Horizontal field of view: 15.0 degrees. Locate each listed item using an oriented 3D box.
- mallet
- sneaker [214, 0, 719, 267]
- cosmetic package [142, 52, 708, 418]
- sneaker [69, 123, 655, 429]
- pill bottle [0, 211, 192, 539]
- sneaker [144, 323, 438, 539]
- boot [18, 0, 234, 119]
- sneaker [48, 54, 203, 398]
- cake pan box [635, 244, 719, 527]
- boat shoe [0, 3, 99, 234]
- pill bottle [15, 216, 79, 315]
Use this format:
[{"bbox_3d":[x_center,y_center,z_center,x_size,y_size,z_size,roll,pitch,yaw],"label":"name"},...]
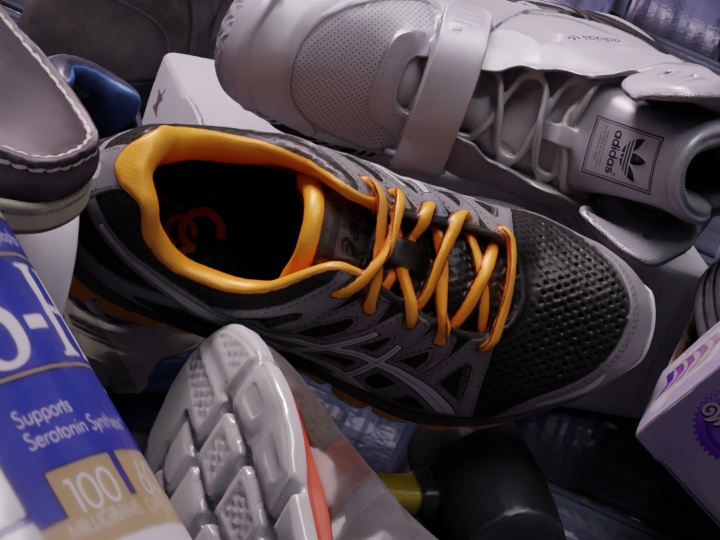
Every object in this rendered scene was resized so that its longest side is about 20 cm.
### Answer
[{"bbox_3d":[-0.027,0.074,0.858,0.200,0.041,0.066,1,35,-29],"label":"mallet"},{"bbox_3d":[0.055,-0.058,0.941,0.200,0.075,0.115,8,16,-34],"label":"sneaker"},{"bbox_3d":[0.019,-0.012,1.012,0.200,0.074,0.102,9,29,-23],"label":"cosmetic package"},{"bbox_3d":[0.000,0.000,0.851,0.200,0.078,0.077,11,-15,-12],"label":"sneaker"},{"bbox_3d":[-0.138,0.021,0.684,0.120,0.120,0.200,-18,74,-54],"label":"pill bottle"},{"bbox_3d":[-0.001,0.102,0.789,0.082,0.077,0.200,14,37,-40],"label":"sneaker"},{"bbox_3d":[-0.056,-0.129,1.105,0.070,0.132,0.200,33,28,22],"label":"boot"},{"bbox_3d":[-0.113,-0.044,0.949,0.200,0.085,0.077,39,30,31],"label":"sneaker"},{"bbox_3d":[0.186,0.072,0.937,0.200,0.052,0.184,46,24,-3],"label":"cake pan box"},{"bbox_3d":[-0.147,-0.092,0.771,0.200,0.065,0.072,44,35,15],"label":"boat shoe"},{"bbox_3d":[-0.190,-0.019,0.805,0.200,0.112,0.112,9,29,-25],"label":"pill bottle"}]
